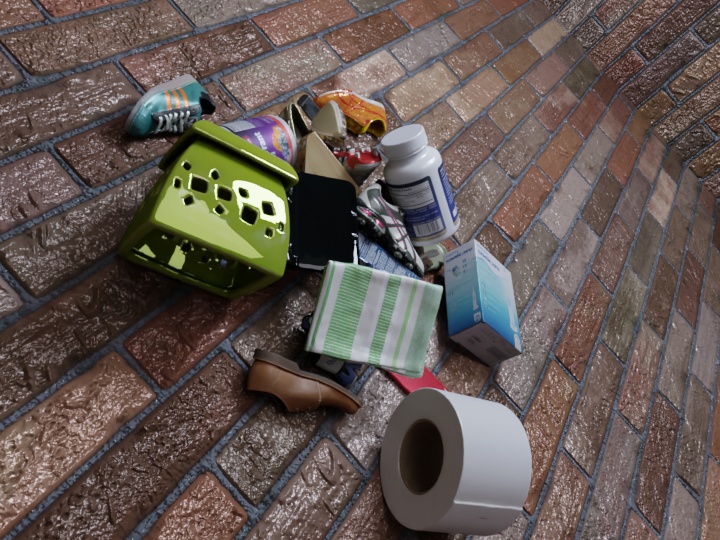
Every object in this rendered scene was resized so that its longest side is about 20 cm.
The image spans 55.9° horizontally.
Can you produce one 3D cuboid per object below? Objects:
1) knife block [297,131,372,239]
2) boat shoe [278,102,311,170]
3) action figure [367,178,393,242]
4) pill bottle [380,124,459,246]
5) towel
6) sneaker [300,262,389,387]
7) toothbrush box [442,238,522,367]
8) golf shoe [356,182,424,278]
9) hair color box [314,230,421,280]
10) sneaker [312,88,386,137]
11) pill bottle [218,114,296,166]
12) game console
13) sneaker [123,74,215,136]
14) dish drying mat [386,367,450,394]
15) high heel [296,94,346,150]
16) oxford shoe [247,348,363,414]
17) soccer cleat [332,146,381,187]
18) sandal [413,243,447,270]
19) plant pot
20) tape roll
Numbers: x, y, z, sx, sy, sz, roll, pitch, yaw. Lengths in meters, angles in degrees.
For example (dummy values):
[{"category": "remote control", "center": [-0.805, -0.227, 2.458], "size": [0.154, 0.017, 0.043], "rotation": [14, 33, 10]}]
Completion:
[{"category": "knife block", "center": [-0.031, -0.143, 1.246], "size": [0.172, 0.064, 0.204], "rotation": [2, 93, -20]}, {"category": "boat shoe", "center": [-0.102, -0.228, 1.313], "size": [0.073, 0.063, 0.203], "rotation": [-13, 69, -45]}, {"category": "action figure", "center": [0.085, -0.147, 1.362], "size": [0.199, 0.134, 0.150], "rotation": [-30, 81, -46]}, {"category": "pill bottle", "center": [0.106, -0.157, 1.240], "size": [0.112, 0.109, 0.202], "rotation": [-57, 134, -48]}, {"category": "towel", "center": [0.023, 0.077, 1.057], "size": [0.197, 0.023, 0.155], "rotation": [14, 90, -16]}, {"category": "sneaker", "center": [-0.032, 0.075, 1.094], "size": [0.114, 0.080, 0.203], "rotation": [22, 82, -13]}, {"category": "toothbrush box", "center": [0.242, 0.064, 1.352], "size": [0.146, 0.085, 0.203], "rotation": [35, 42, -37]}, {"category": "golf shoe", "center": [0.062, -0.066, 1.218], "size": [0.200, 0.077, 0.089], "rotation": [47, 61, -29]}, {"category": "hair color box", "center": [0.000, 0.000, 1.202], "size": [0.199, 0.100, 0.061], "rotation": [38, 43, -11]}, {"category": "sneaker", "center": [-0.017, -0.339, 1.470], "size": [0.197, 0.073, 0.079], "rotation": [5, 66, -35]}, {"category": "pill bottle", "center": [-0.210, -0.195, 1.159], "size": [0.112, 0.111, 0.199], "rotation": [54, 42, 7]}, {"category": "game console", "center": [-0.104, -0.059, 1.124], "size": [0.116, 0.174, 0.203], "rotation": [34, 40, -40]}, {"category": "sneaker", "center": [-0.317, -0.269, 1.153], "size": [0.080, 0.071, 0.201], "rotation": [39, 40, -4]}, {"category": "dish drying mat", "center": [0.105, 0.198, 1.205], "size": [0.200, 0.018, 0.077], "rotation": [46, 42, -4]}, {"category": "high heel", "center": [-0.042, -0.262, 1.326], "size": [0.143, 0.071, 0.200], "rotation": [45, 3, -40]}, {"category": "oxford shoe", "center": [-0.085, 0.186, 1.028], "size": [0.198, 0.071, 0.072], "rotation": [26, 73, -24]}, {"category": "soccer cleat", "center": [-0.008, -0.188, 1.282], "size": [0.067, 0.200, 0.087], "rotation": [-9, 103, -20]}, {"category": "sandal", "center": [0.118, -0.029, 1.358], "size": [0.200, 0.057, 0.080], "rotation": [-26, 78, -48]}, {"category": "plant pot", "center": [-0.210, -0.087, 0.975], "size": [0.198, 0.198, 0.184], "rotation": [25, 66, -26]}, {"category": "tape roll", "center": [0.140, 0.290, 1.028], "size": [0.137, 0.202, 0.206], "rotation": [17, 50, -31]}]
